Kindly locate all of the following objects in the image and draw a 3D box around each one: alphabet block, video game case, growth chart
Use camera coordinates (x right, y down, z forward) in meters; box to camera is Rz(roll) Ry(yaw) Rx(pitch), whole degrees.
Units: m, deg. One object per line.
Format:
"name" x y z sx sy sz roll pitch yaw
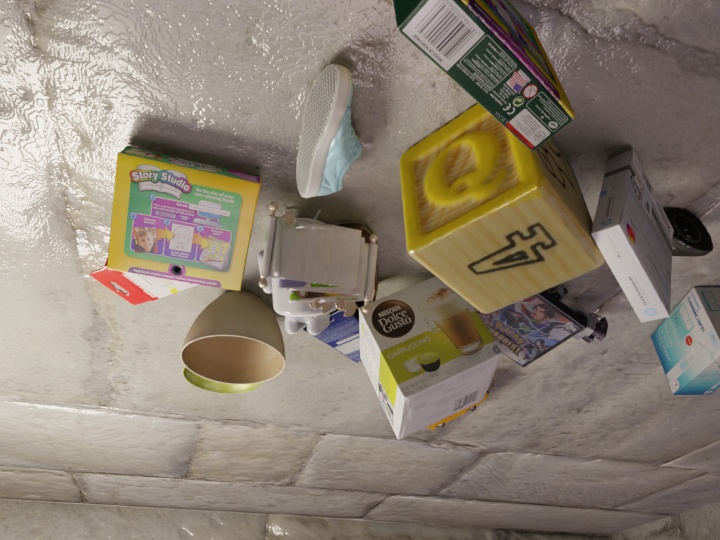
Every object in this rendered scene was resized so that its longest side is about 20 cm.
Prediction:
"alphabet block" 0.190 -0.089 0.725 0.195 0.198 0.199 -29 134 30
"video game case" 0.310 0.096 1.042 0.199 0.026 0.181 35 135 -5
"growth chart" -0.060 -0.009 0.800 0.197 0.147 0.018 13 -177 -23

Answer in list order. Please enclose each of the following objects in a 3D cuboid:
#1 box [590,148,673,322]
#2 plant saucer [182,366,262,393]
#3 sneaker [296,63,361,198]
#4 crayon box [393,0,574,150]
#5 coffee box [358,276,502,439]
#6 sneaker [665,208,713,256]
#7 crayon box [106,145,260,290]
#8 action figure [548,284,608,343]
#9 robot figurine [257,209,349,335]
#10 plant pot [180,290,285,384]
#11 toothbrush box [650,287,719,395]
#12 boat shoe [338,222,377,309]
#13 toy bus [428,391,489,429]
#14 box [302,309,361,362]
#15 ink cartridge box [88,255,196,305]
"box" 0.386 -0.054 0.727 0.041 0.201 0.157 -21 115 42
"plant saucer" -0.336 0.249 1.287 0.196 0.031 0.201 -1 142 -1
"sneaker" -0.033 -0.186 0.708 0.081 0.075 0.201 -10 148 -28
"crayon box" 0.117 -0.242 0.524 0.198 0.175 0.058 28 132 -32
"coffee box" 0.121 0.162 1.002 0.197 0.199 0.201 -20 145 -13
"sneaker" 0.494 -0.057 0.884 0.196 0.077 0.091 11 152 -4
"crayon box" -0.262 -0.074 0.780 0.197 0.058 0.175 10 109 -15
"action figure" 0.396 0.088 1.064 0.197 0.070 0.131 23 146 -6
"robot figurine" -0.092 0.002 0.860 0.166 0.113 0.204 0 99 13
"plant pot" -0.243 0.120 1.034 0.196 0.136 0.202 0 143 0
"toothbrush box" 0.712 0.150 1.085 0.084 0.148 0.201 0 144 -2
"boat shoe" 0.000 0.000 0.932 0.074 0.075 0.201 -7 142 8
"toy bus" 0.235 0.341 1.355 0.065 0.079 0.199 22 130 -41
"box" -0.022 0.137 1.145 0.120 0.033 0.199 -25 138 27
"ink cartridge box" -0.354 -0.016 0.909 0.197 0.068 0.116 -17 139 19
